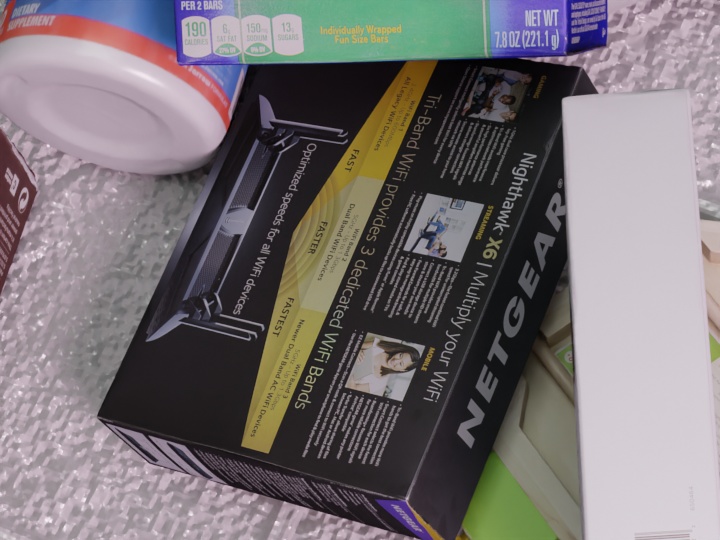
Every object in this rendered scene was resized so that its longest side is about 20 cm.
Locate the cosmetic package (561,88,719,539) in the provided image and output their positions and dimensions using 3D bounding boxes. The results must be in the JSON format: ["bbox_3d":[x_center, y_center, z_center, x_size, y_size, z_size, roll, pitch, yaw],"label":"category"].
[{"bbox_3d":[0.105,0.056,0.836,0.051,0.151,0.201,-4,66,8],"label":"cosmetic package"}]

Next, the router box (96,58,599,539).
[{"bbox_3d":[0.000,0.000,0.947,0.156,0.052,0.201,12,69,32],"label":"router box"}]

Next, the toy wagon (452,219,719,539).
[{"bbox_3d":[0.111,0.063,0.936,0.199,0.040,0.155,-34,66,-6],"label":"toy wagon"}]

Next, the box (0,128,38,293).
[{"bbox_3d":[-0.224,0.028,0.980,0.099,0.075,0.201,12,71,12],"label":"box"}]

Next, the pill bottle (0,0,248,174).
[{"bbox_3d":[-0.090,-0.155,1.018,0.111,0.112,0.201,10,68,12],"label":"pill bottle"}]

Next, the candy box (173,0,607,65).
[{"bbox_3d":[0.010,-0.186,0.903,0.168,0.077,0.202,0,98,18],"label":"candy box"}]

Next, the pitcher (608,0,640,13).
[{"bbox_3d":[0.102,-0.192,0.991,0.198,0.121,0.173,-1,93,3],"label":"pitcher"}]
